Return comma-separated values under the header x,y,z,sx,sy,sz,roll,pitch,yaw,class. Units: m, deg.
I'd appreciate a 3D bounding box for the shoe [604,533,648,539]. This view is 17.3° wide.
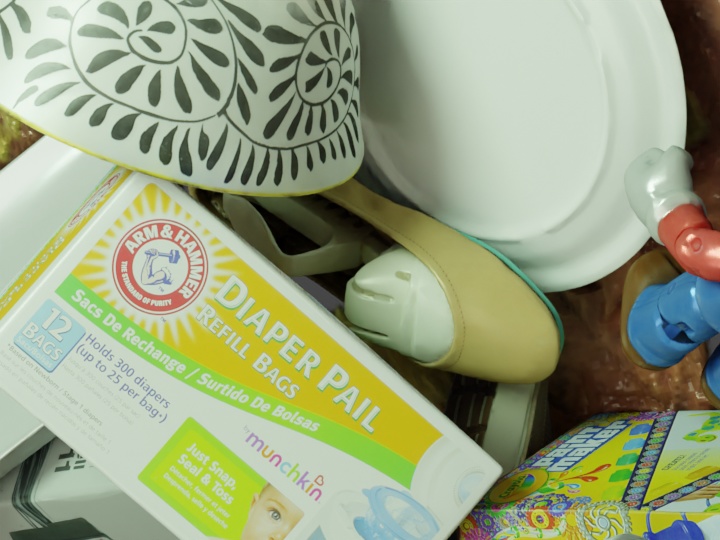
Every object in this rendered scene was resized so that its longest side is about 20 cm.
x,y,z,sx,sy,sz,roll,pitch,yaw,class
0.123,0.204,0.921,0.091,0.071,0.200,-34,90,35,shoe

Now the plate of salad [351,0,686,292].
x,y,z,sx,sy,sz,roll,pitch,yaw,class
0.060,-0.087,1.026,0.200,0.048,0.200,19,122,33,plate of salad

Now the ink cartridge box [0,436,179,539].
x,y,z,sx,sy,sz,roll,pitch,yaw,class
-0.129,0.073,1.162,0.200,0.147,0.083,-11,140,38,ink cartridge box

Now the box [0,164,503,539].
x,y,z,sx,sy,sz,roll,pitch,yaw,class
-0.056,0.055,0.996,0.200,0.101,0.113,41,87,-11,box

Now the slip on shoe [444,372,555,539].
x,y,z,sx,sy,sz,roll,pitch,yaw,class
0.071,0.110,1.094,0.061,0.076,0.200,5,104,-12,slip on shoe

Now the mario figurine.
x,y,z,sx,sy,sz,roll,pitch,yaw,class
0.178,-0.009,0.920,0.200,0.123,0.106,137,125,-68,mario figurine

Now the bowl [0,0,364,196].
x,y,z,sx,sy,sz,roll,pitch,yaw,class
-0.076,-0.121,0.987,0.201,0.201,0.094,34,116,22,bowl

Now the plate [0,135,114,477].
x,y,z,sx,sy,sz,roll,pitch,yaw,class
-0.166,0.025,1.144,0.200,0.200,0.032,-37,128,12,plate

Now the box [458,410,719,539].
x,y,z,sx,sy,sz,roll,pitch,yaw,class
0.169,0.171,1.001,0.193,0.122,0.200,-4,105,39,box

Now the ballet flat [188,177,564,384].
x,y,z,sx,sy,sz,roll,pitch,yaw,class
0.000,0.000,1.046,0.200,0.063,0.069,34,132,35,ballet flat
